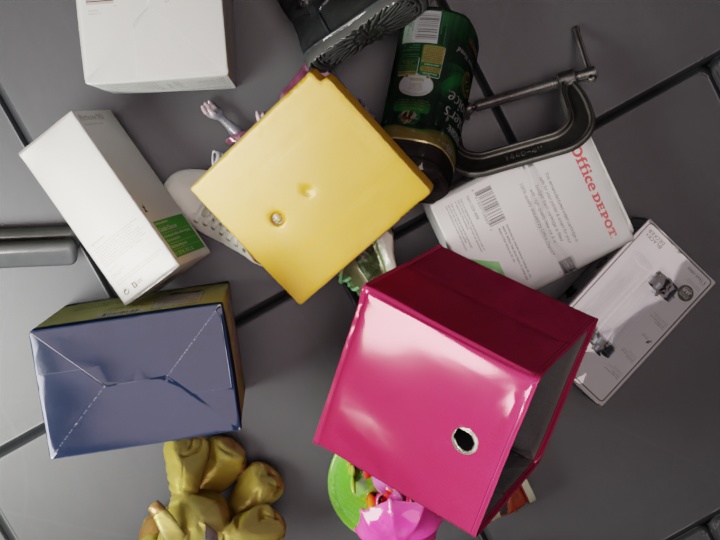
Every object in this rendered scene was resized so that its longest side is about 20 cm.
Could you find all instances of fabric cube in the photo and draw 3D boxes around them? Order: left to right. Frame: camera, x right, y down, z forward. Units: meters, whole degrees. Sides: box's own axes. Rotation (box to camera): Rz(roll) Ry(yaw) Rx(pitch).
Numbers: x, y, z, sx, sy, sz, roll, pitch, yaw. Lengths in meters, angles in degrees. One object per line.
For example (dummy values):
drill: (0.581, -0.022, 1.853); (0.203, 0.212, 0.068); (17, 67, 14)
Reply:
fabric cube: (0.101, 0.116, 1.187); (0.199, 0.200, 0.197); (27, 115, 19)

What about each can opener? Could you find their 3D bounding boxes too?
can opener: (-0.420, -0.012, 1.292); (0.199, 0.053, 0.067); (-2, 128, -5)

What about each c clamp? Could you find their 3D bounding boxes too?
c clamp: (0.183, -0.183, 1.293); (0.199, 0.027, 0.171); (-20, 53, 5)

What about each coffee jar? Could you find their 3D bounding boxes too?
coffee jar: (0.072, -0.179, 1.247); (0.085, 0.104, 0.201); (8, 75, 18)

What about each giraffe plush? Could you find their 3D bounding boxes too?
giraffe plush: (-0.194, 0.305, 1.292); (0.172, 0.200, 0.162); (34, 121, -10)

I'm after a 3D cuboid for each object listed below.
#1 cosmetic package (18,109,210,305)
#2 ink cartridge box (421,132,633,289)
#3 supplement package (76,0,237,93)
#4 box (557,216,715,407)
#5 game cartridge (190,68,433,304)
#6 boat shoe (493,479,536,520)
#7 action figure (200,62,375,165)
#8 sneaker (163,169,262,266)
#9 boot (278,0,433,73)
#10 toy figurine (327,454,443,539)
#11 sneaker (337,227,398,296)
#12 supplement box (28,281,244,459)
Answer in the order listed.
cosmetic package: (-0.267, -0.072, 1.243); (0.085, 0.108, 0.200); (-34, 92, 15)
ink cartridge box: (0.191, -0.059, 1.307); (0.199, 0.084, 0.146); (-26, 97, -1)
supplement package: (-0.212, -0.289, 1.196); (0.146, 0.200, 0.192); (-4, 95, -3)
box: (0.303, 0.047, 1.339); (0.117, 0.060, 0.200); (41, 91, -7)
game cartridge: (-0.052, -0.088, 1.194); (0.200, 0.032, 0.176); (-40, 99, 21)
boat shoe: (0.139, 0.202, 1.340); (0.062, 0.071, 0.201); (-27, 101, 2)
action figure: (-0.090, -0.143, 1.281); (0.200, 0.134, 0.149); (-39, 124, -3)
sneaker: (-0.133, -0.057, 1.284); (0.199, 0.085, 0.073); (26, 95, -5)
boot: (-0.029, -0.341, 1.231); (0.164, 0.066, 0.201); (-28, 76, 15)
toy figurine: (0.038, 0.237, 1.276); (0.149, 0.184, 0.201); (-7, 96, -3)
sneaker: (0.000, 0.000, 1.310); (0.088, 0.077, 0.201); (-8, 89, 1)
supplement box: (-0.233, 0.101, 1.233); (0.199, 0.200, 0.135); (-8, 96, -3)
